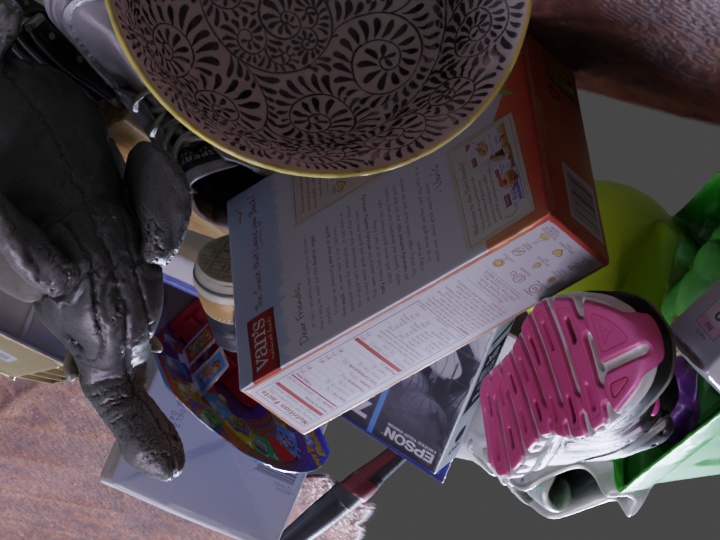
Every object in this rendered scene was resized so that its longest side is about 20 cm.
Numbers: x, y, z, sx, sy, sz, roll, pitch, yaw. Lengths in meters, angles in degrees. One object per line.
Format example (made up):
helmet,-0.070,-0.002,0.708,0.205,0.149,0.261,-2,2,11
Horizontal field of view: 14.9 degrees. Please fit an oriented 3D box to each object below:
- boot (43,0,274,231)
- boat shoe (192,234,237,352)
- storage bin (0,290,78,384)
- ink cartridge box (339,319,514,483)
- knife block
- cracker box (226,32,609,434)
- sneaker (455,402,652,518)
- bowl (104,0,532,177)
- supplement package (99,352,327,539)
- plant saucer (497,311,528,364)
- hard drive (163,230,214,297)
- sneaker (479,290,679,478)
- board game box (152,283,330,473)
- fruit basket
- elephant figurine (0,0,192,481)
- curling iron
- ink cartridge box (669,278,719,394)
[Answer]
boot,-0.091,-0.090,1.501,0.073,0.096,0.200,-34,132,28
boat shoe,0.000,0.000,1.576,0.075,0.199,0.062,-128,30,-49
storage bin,-0.256,-0.004,1.817,0.198,0.094,0.200,27,168,-14
ink cartridge box,0.030,0.054,1.691,0.099,0.039,0.200,31,136,13
knife block,-0.116,-0.093,1.578,0.199,0.064,0.176,19,158,8
cracker box,0.025,-0.020,1.425,0.200,0.134,0.058,-29,135,25
sneaker,0.104,0.109,1.726,0.200,0.080,0.070,-1,150,41
bowl,-0.030,-0.131,1.258,0.200,0.201,0.094,26,164,-10
supplement package,-0.099,0.113,1.890,0.119,0.122,0.200,23,174,-6
plant saucer,0.064,0.057,1.783,0.200,0.037,0.201,16,155,8
hard drive,-0.175,-0.047,1.695,0.199,0.025,0.132,24,-166,-6
sneaker,0.127,0.053,1.400,0.087,0.074,0.200,-11,164,-19
board game box,-0.076,0.036,1.726,0.039,0.200,0.158,-41,139,20
fruit basket,0.160,0.025,1.520,0.215,0.156,0.216,2,160,1
elephant figurine,-0.147,-0.014,1.466,0.155,0.142,0.200,37,-174,-46
curling iron,-0.011,0.143,1.895,0.050,0.200,0.026,41,-169,-17
ink cartridge box,0.274,0.014,1.386,0.163,0.200,0.057,42,-175,-40
